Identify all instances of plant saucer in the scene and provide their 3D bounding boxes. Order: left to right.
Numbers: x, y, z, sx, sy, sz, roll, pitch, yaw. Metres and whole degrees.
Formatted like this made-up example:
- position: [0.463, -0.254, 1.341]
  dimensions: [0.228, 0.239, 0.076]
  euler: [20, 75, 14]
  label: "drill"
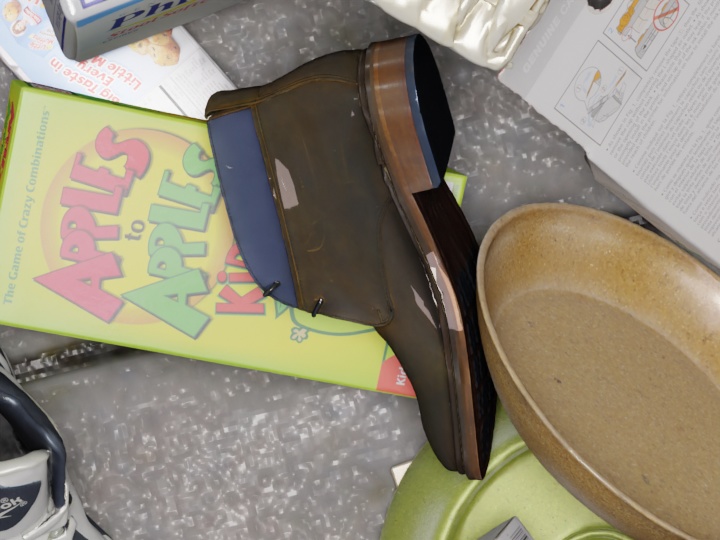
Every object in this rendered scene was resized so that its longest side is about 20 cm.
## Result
- position: [0.106, 0.142, 1.295]
  dimensions: [0.199, 0.031, 0.201]
  euler: [0, 89, -1]
  label: "plant saucer"
- position: [0.123, 0.056, 1.238]
  dimensions: [0.200, 0.200, 0.035]
  euler: [38, 121, -1]
  label: "plant saucer"

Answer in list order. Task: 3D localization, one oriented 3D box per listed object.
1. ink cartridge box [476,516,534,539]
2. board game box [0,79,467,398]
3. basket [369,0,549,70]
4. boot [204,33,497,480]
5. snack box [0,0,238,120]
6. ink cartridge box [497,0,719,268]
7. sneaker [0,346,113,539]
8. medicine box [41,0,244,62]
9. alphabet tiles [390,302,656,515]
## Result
- position: [0.020, 0.198, 1.273]
  dimensions: [0.200, 0.037, 0.095]
  euler: [-37, 91, 26]
  label: "ink cartridge box"
- position: [-0.062, -0.013, 1.264]
  dimensions: [0.199, 0.048, 0.102]
  euler: [11, 96, -14]
  label: "board game box"
- position: [0.045, -0.191, 1.124]
  dimensions: [0.135, 0.123, 0.201]
  euler: [29, 99, -6]
  label: "basket"
- position: [0.000, 0.000, 1.233]
  dimensions: [0.096, 0.075, 0.201]
  euler: [-7, 110, 13]
  label: "boot"
- position: [-0.120, -0.102, 1.297]
  dimensions: [0.072, 0.024, 0.200]
  euler: [-41, 91, -3]
  label: "snack box"
- position: [0.143, -0.109, 1.236]
  dimensions: [0.200, 0.050, 0.161]
  euler: [34, 89, -44]
  label: "ink cartridge box"
- position: [-0.150, 0.114, 1.244]
  dimensions: [0.079, 0.130, 0.200]
  euler: [-21, 91, -1]
  label: "sneaker"
- position: [-0.078, -0.218, 1.247]
  dimensions: [0.181, 0.103, 0.201]
  euler: [-21, 88, -9]
  label: "medicine box"
- position: [0.113, 0.125, 1.313]
  dimensions: [0.166, 0.008, 0.201]
  euler: [-19, 91, -2]
  label: "alphabet tiles"
